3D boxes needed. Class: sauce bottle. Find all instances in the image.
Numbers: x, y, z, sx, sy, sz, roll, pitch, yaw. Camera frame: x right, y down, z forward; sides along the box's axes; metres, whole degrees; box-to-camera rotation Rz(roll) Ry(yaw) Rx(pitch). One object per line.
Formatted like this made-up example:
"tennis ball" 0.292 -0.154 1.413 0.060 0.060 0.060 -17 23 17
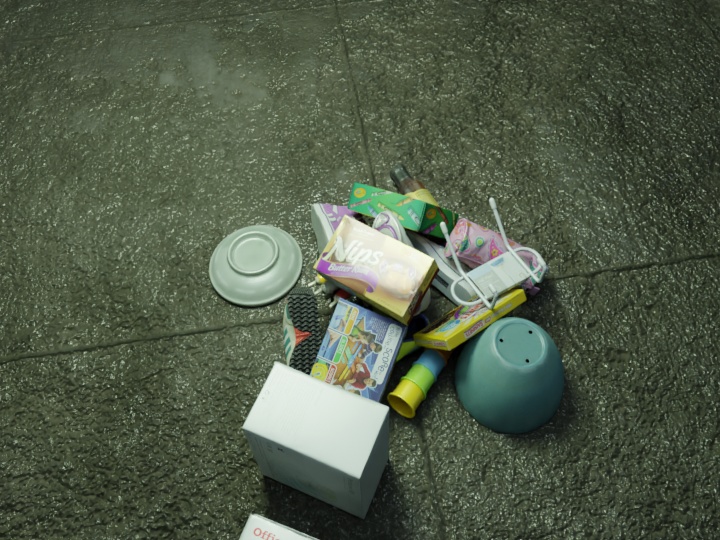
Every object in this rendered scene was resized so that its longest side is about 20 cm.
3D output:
"sauce bottle" 0.124 -0.147 1.437 0.065 0.067 0.202 -22 55 -13

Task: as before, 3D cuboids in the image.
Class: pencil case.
"pencil case" 0.261 -0.024 1.293 0.197 0.088 0.089 26 55 -13

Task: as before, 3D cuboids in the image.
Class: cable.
"cable" 0.000 0.000 1.263 0.199 0.051 0.097 -41 62 -14

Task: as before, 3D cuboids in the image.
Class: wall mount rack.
"wall mount rack" 0.237 -0.029 1.211 0.197 0.075 0.175 -25 58 -19

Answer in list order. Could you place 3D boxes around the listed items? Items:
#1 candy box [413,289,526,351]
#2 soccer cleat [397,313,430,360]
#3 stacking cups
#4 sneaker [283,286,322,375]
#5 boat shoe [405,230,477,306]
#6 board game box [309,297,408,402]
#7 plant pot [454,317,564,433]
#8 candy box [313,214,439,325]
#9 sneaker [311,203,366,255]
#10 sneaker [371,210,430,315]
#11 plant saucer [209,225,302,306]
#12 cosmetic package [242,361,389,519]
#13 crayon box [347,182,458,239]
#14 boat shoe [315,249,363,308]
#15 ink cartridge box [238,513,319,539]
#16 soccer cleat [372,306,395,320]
"candy box" 0.198 0.085 1.205 0.198 0.027 0.101 -28 16 -28
"soccer cleat" 0.047 0.144 1.222 0.198 0.084 0.065 -32 60 -19
"stacking cups" 0.124 0.174 1.223 0.060 0.061 0.201 27 55 20
"sneaker" -0.108 0.136 1.248 0.068 0.093 0.205 -3 81 -11
"boat shoe" 0.162 -0.011 1.334 0.200 0.074 0.065 47 53 9
"board game box" -0.012 0.168 1.173 0.133 0.034 0.204 21 84 10
"plant pot" 0.269 0.163 1.171 0.195 0.136 0.204 -1 55 1
"candy box" 0.027 -0.004 1.185 0.197 0.057 0.118 28 80 24
"sneaker" -0.035 -0.084 1.362 0.111 0.074 0.202 1 32 -12
"sneaker" 0.077 -0.014 1.266 0.074 0.099 0.204 -22 83 30
"plant saucer" -0.217 -0.024 1.370 0.195 0.051 0.204 -1 55 1
"cosmetic package" -0.062 0.275 1.064 0.196 0.201 0.124 17 57 14
"crayon box" 0.083 -0.120 1.343 0.198 0.117 0.060 22 98 42
"boat shoe" -0.041 0.021 1.325 0.070 0.061 0.204 -18 57 -10
"ink cartridge box" -0.136 0.491 0.987 0.141 0.085 0.203 17 58 13
"soccer cleat" 0.035 0.024 1.322 0.082 0.065 0.204 -15 55 23
